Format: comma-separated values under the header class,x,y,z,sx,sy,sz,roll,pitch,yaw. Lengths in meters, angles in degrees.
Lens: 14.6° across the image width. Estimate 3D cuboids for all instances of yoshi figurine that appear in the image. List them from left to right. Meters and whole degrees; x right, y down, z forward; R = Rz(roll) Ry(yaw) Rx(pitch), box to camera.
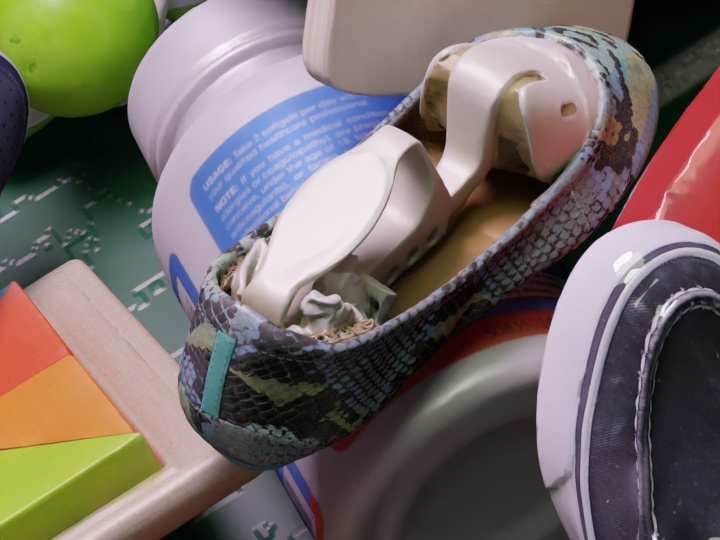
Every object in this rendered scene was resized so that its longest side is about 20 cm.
class,x,y,z,sx,sy,sz,roll,pitch,yaw
yoshi figurine,-0.061,-0.111,1.001,0.200,0.112,0.112,-36,61,-10

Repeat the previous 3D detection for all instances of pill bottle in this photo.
class,x,y,z,sx,sy,sz,roll,pitch,yaw
pill bottle,0.000,0.000,0.898,0.112,0.112,0.200,-27,53,-7

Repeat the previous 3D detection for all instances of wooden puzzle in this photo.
class,x,y,z,sx,sy,sz,roll,pitch,yaw
wooden puzzle,-0.141,0.069,0.874,0.185,0.037,0.200,-33,26,-11

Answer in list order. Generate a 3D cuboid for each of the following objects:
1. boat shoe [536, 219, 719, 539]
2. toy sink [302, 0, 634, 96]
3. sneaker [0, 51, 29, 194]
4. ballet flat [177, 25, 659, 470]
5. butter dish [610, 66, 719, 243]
class,x,y,z,sx,sy,sz,roll,pitch,yaw
boat shoe,0.094,0.088,0.711,0.071,0.201,0.068,-10,12,-25
toy sink,0.017,-0.166,0.881,0.130,0.201,0.112,-5,20,-39
sneaker,-0.145,0.005,0.876,0.108,0.070,0.200,1,47,47
ballet flat,0.024,-0.024,0.799,0.074,0.074,0.200,23,52,27
butter dish,0.152,-0.003,0.841,0.200,0.200,0.148,-53,25,-15
